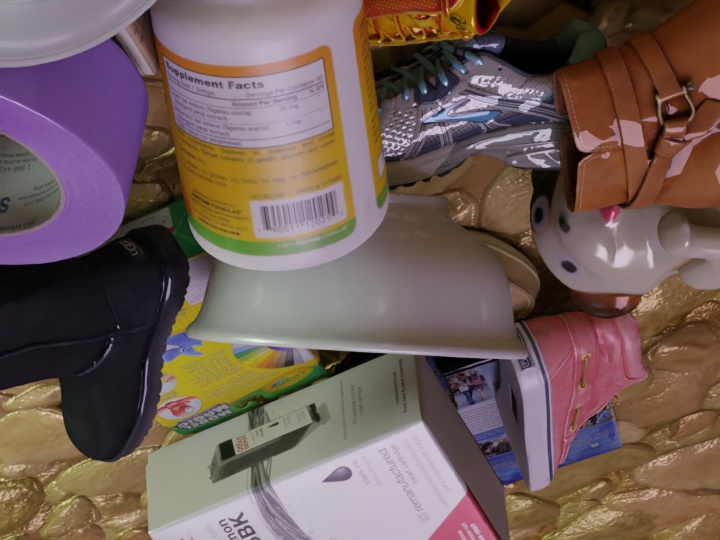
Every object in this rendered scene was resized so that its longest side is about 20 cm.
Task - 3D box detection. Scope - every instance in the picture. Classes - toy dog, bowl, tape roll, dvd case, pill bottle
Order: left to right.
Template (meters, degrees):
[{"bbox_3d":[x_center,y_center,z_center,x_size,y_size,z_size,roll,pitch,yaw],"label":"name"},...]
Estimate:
[{"bbox_3d":[-0.213,-0.078,1.558,0.199,0.066,0.200,8,153,4],"label":"tape roll"},{"bbox_3d":[-0.049,-0.110,1.573,0.110,0.111,0.201,-13,126,-6],"label":"pill bottle"},{"bbox_3d":[0.000,0.000,1.727,0.200,0.091,0.201,3,-179,0],"label":"bowl"},{"bbox_3d":[0.105,0.099,2.120,0.142,0.018,0.200,-18,150,3],"label":"dvd case"},{"bbox_3d":[0.199,-0.055,1.831,0.199,0.140,0.194,-20,-176,4],"label":"toy dog"}]

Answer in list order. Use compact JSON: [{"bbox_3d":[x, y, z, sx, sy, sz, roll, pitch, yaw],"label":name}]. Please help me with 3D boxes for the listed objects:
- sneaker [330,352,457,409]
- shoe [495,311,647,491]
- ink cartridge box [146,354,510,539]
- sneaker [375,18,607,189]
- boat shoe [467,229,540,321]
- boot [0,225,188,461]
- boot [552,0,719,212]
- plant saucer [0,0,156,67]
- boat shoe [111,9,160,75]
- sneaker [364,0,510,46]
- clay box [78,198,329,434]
[{"bbox_3d":[-0.017,0.120,2.013,0.200,0.075,0.078,-35,112,30],"label":"sneaker"},{"bbox_3d":[0.143,0.083,2.023,0.091,0.072,0.200,-19,153,-6],"label":"shoe"},{"bbox_3d":[-0.021,0.156,1.953,0.199,0.083,0.147,-24,124,13],"label":"ink cartridge box"},{"bbox_3d":[0.050,-0.106,1.728,0.199,0.078,0.087,-8,126,-9],"label":"sneaker"},{"bbox_3d":[0.039,0.011,1.901,0.073,0.063,0.200,-37,144,30],"label":"boat shoe"},{"bbox_3d":[-0.205,0.060,1.708,0.199,0.066,0.165,-17,135,-40],"label":"boot"},{"bbox_3d":[0.181,-0.127,1.682,0.154,0.077,0.201,-8,121,-7],"label":"boot"},{"bbox_3d":[-0.158,-0.184,1.409,0.199,0.050,0.201,-8,116,-17],"label":"plant saucer"},{"bbox_3d":[-0.158,-0.162,1.524,0.064,0.072,0.200,-15,149,13],"label":"boat shoe"},{"bbox_3d":[0.028,-0.153,1.616,0.199,0.077,0.073,-25,150,21],"label":"sneaker"},{"bbox_3d":[-0.106,0.032,1.880,0.114,0.048,0.200,-22,149,11],"label":"clay box"}]
